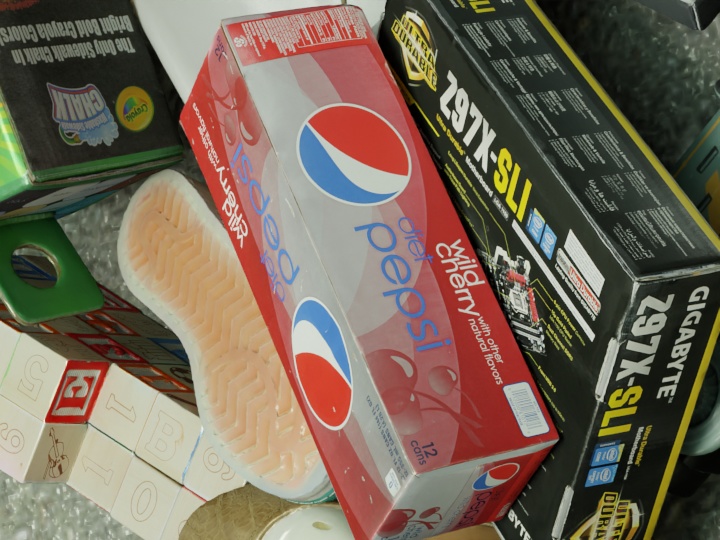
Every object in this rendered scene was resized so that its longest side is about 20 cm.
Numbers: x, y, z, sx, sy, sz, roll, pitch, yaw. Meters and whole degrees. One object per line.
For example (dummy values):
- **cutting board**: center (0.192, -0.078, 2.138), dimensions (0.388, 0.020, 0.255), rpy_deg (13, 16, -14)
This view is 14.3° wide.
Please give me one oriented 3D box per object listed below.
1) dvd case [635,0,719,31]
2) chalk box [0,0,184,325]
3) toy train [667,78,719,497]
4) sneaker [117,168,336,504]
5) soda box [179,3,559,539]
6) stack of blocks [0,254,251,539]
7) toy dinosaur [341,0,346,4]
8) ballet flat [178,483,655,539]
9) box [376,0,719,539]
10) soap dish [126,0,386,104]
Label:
- **dvd case**: center (0.127, -0.195, 1.091), dimensions (0.150, 0.025, 0.200), rpy_deg (31, 72, 31)
- **chalk box**: center (-0.166, -0.071, 1.188), dimensions (0.124, 0.125, 0.201), rpy_deg (-21, 86, 29)
- **toy train**: center (0.158, -0.011, 1.090), dimensions (0.200, 0.085, 0.114), rpy_deg (-54, 48, 22)
- **sneaker**: center (-0.029, 0.028, 1.178), dimensions (0.072, 0.080, 0.200), rpy_deg (-56, 38, 19)
- **soda box**: center (0.000, 0.000, 1.082), dimensions (0.201, 0.063, 0.070), rpy_deg (67, 153, 23)
- **stack of blocks**: center (-0.110, 0.060, 1.240), dimensions (0.200, 0.115, 0.059), rpy_deg (30, 103, 31)
- **toy dinosaur**: center (-0.052, -0.205, 1.137), dimensions (0.058, 0.101, 0.200), rpy_deg (-39, 76, -6)
- **ballet flat**: center (0.023, 0.121, 1.123), dimensions (0.199, 0.072, 0.068), rpy_deg (8, 99, 4)
- **box**: center (0.059, -0.003, 1.091), dimensions (0.200, 0.049, 0.160), rpy_deg (57, 145, 41)
- **soap dish**: center (-0.002, -0.143, 1.201), dimensions (0.200, 0.081, 0.158), rpy_deg (-41, 66, 24)
